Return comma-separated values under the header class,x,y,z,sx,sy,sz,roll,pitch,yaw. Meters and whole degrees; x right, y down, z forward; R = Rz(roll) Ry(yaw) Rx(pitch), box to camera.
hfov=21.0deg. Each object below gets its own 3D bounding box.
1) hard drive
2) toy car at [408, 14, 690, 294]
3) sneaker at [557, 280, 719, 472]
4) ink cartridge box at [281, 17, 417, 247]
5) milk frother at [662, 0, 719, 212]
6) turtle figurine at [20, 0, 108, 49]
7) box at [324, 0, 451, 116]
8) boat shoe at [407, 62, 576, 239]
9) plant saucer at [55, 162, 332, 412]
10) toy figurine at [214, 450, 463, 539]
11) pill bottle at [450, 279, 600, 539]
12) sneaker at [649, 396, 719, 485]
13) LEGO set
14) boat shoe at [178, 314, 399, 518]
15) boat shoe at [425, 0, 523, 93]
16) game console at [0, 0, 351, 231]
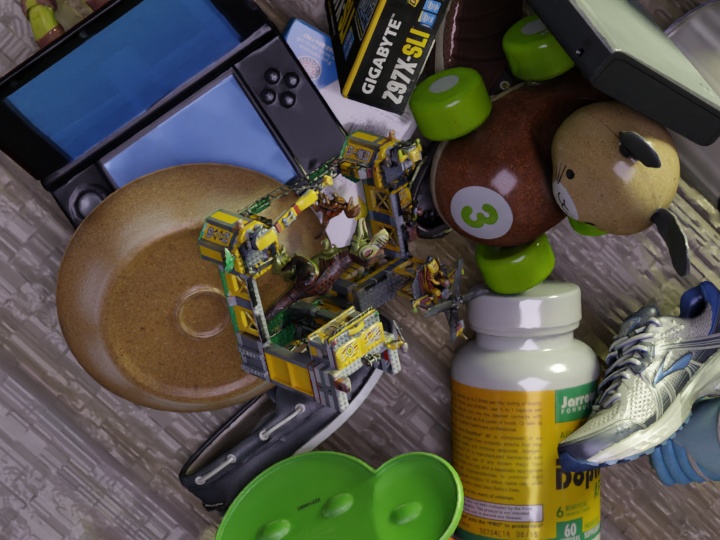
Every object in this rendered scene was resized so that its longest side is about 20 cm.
class,x,y,z,sx,sy,sz,roll,pitch,yaw
hard drive,0.157,-0.176,1.319,0.139,0.200,0.033,21,119,-44
toy car,0.152,-0.062,1.321,0.158,0.200,0.165,-33,119,-14
sneaker,0.204,0.075,1.404,0.200,0.077,0.085,-33,95,-32
ink cartridge box,-0.048,-0.070,1.414,0.116,0.067,0.200,29,95,-9
milk frother,0.284,-0.065,1.434,0.188,0.180,0.200,50,124,22
turtle figurine,-0.228,-0.236,1.365,0.200,0.064,0.161,-39,102,0
box,0.028,-0.215,1.316,0.049,0.200,0.160,16,114,-12
boat shoe,0.101,-0.105,1.432,0.072,0.061,0.201,38,93,-11
plant saucer,-0.111,0.022,1.354,0.200,0.035,0.201,-5,119,-10
toy figurine,0.020,0.228,1.425,0.200,0.150,0.184,-25,142,15
pill bottle,0.123,0.111,1.445,0.112,0.113,0.201,-2,99,-7
sneaker,0.299,0.130,1.496,0.200,0.130,0.080,16,71,-43
LEGO set,0.000,0.000,1.295,0.200,0.116,0.154,-24,120,-38
boat shoe,-0.053,0.102,1.440,0.060,0.076,0.200,40,92,-18
boat shoe,0.075,-0.220,1.408,0.075,0.075,0.203,11,92,-44
game console,-0.132,-0.092,1.318,0.200,0.119,0.173,-34,89,7
